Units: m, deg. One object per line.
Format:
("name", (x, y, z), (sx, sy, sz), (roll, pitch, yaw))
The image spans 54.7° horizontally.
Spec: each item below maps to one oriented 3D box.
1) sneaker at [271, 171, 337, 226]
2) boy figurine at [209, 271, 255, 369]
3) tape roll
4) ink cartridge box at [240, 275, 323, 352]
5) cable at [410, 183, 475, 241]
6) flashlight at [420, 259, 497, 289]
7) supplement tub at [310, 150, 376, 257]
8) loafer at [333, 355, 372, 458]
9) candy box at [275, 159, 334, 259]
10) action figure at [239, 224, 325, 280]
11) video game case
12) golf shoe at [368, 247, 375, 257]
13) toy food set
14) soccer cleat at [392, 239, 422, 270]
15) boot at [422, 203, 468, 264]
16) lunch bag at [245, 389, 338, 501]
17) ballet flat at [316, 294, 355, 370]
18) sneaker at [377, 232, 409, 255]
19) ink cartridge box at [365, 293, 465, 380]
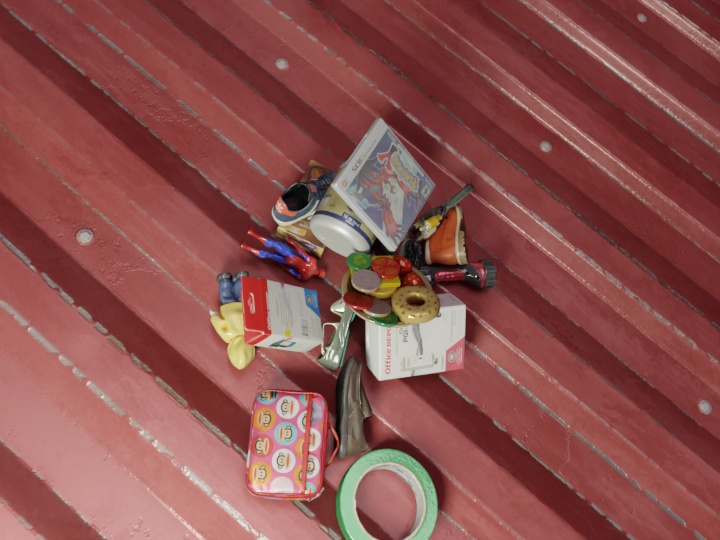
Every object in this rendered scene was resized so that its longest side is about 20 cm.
("sneaker", (-0.102, -0.170, 1.520), (0.198, 0.085, 0.075), (-35, 77, -25))
("boy figurine", (-0.245, 0.103, 1.432), (0.121, 0.065, 0.205), (-6, 68, -17))
("tape roll", (0.051, 0.454, 1.352), (0.195, 0.048, 0.205), (6, 64, -12))
("ink cartridge box", (-0.173, 0.090, 1.402), (0.197, 0.067, 0.119), (15, 57, -43))
("cable", (0.189, -0.124, 1.602), (0.198, 0.097, 0.051), (-33, 78, -24))
("flashlight", (0.211, 0.017, 1.589), (0.195, 0.068, 0.070), (-7, 103, -15))
("supplement tub", (-0.007, -0.145, 1.492), (0.142, 0.145, 0.203), (28, 73, 0))
("loafer", (-0.012, 0.277, 1.412), (0.069, 0.073, 0.205), (8, 73, -14))
("candy box", (-0.102, -0.140, 1.586), (0.114, 0.057, 0.203), (24, 64, -3))
("action figure", (-0.161, -0.033, 1.514), (0.197, 0.066, 0.052), (29, 20, -15))
("video game case", (0.052, -0.175, 1.431), (0.200, 0.023, 0.184), (45, 67, -29))
("golf shoe", (0.000, 0.000, 1.535), (0.086, 0.078, 0.204), (-14, 56, 3))
("toy food set", (0.054, 0.038, 1.396), (0.193, 0.049, 0.203), (-2, 45, -14))
("soccer cleat", (0.089, 0.035, 1.527), (0.067, 0.073, 0.206), (12, 82, -26))
("boot", (0.195, -0.085, 1.616), (0.105, 0.076, 0.202), (-10, 34, 16))
("lunch bag", (-0.127, 0.335, 1.334), (0.171, 0.082, 0.205), (5, 68, -4))
("ballet flat", (-0.042, 0.104, 1.448), (0.062, 0.067, 0.205), (18, 88, -4))
("sneaker", (0.080, -0.122, 1.590), (0.072, 0.116, 0.204), (-10, 69, -20))
("ink cartridge box", (0.115, 0.139, 1.458), (0.195, 0.083, 0.151), (-6, 107, -17))
